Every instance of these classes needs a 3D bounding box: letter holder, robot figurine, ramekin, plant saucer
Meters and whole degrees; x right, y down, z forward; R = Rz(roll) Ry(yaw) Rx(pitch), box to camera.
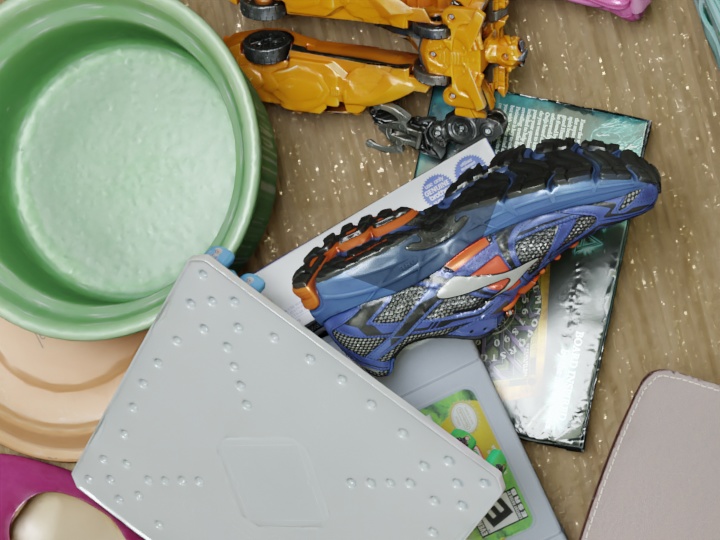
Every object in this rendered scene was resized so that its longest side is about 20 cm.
[{"bbox_3d":[0.192,0.169,1.038,0.141,0.101,0.201,17,86,9],"label":"letter holder"},{"bbox_3d":[0.004,-0.143,1.074,0.199,0.058,0.146,10,124,19],"label":"robot figurine"},{"bbox_3d":[-0.143,-0.060,1.058,0.198,0.098,0.202,0,88,10],"label":"ramekin"},{"bbox_3d":[-0.175,0.016,1.126,0.199,0.032,0.202,-1,84,7],"label":"plant saucer"}]

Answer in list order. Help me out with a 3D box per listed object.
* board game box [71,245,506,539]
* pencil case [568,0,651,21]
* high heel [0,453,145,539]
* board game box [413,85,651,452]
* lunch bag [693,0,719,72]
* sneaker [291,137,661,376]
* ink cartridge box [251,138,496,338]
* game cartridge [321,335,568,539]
[{"bbox_3d":[-0.043,0.109,1.004,0.199,0.026,0.200,36,129,4],"label":"board game box"},{"bbox_3d":[0.088,-0.207,1.096,0.198,0.091,0.094,14,50,9],"label":"pencil case"},{"bbox_3d":[-0.161,0.166,1.076,0.199,0.096,0.068,28,87,8],"label":"high heel"},{"bbox_3d":[0.089,-0.004,1.100,0.134,0.028,0.202,12,85,9],"label":"board game box"},{"bbox_3d":[0.275,-0.148,1.062,0.159,0.077,0.201,-19,71,2],"label":"lunch bag"},{"bbox_3d":[0.066,-0.008,0.969,0.199,0.075,0.079,-22,112,12],"label":"sneaker"},{"bbox_3d":[0.000,0.000,1.051,0.199,0.094,0.044,-30,79,5],"label":"ink cartridge box"},{"bbox_3d":[0.032,0.122,1.052,0.133,0.041,0.201,-25,107,6],"label":"game cartridge"}]
